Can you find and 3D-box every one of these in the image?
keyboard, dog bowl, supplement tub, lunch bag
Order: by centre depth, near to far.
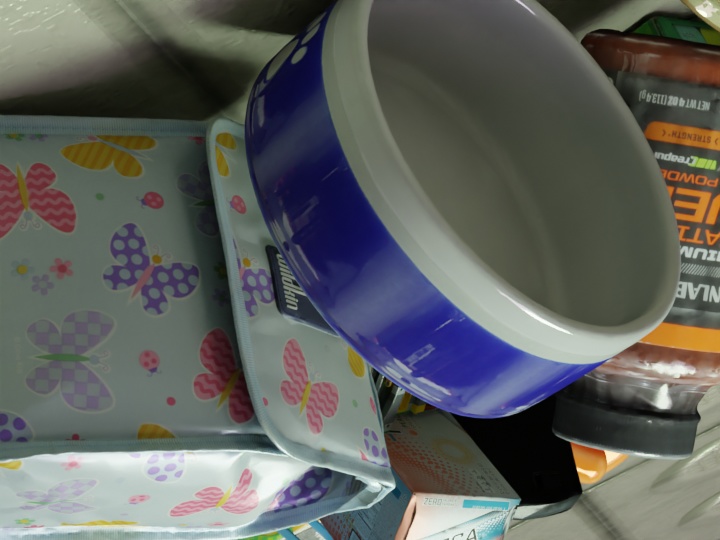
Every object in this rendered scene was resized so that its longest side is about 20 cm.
[{"bbox_3d":[-0.089,0.024,1.194,0.200,0.170,0.127,3,152,-22],"label":"lunch bag"},{"bbox_3d":[0.047,-0.038,1.207,0.079,0.200,0.200,-36,159,34],"label":"dog bowl"},{"bbox_3d":[0.144,-0.012,1.326,0.107,0.200,0.107,8,-175,-1],"label":"supplement tub"},{"bbox_3d":[0.075,0.059,1.489,0.104,0.200,0.040,1,140,-15],"label":"keyboard"}]

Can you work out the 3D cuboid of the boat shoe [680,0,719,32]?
[{"bbox_3d":[0.207,-0.152,1.324,0.200,0.073,0.063,-7,142,-54],"label":"boat shoe"}]

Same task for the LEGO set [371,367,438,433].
[{"bbox_3d":[0.000,0.000,1.373,0.200,0.154,0.116,-4,123,-45],"label":"LEGO set"}]

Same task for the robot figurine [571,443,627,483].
[{"bbox_3d":[0.113,0.051,1.618,0.116,0.144,0.200,-15,-158,3],"label":"robot figurine"}]

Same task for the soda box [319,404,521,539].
[{"bbox_3d":[0.002,0.088,1.415,0.068,0.200,0.064,7,117,-32],"label":"soda box"}]

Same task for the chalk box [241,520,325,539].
[{"bbox_3d":[-0.041,0.108,1.638,0.200,0.124,0.124,-24,163,0],"label":"chalk box"}]

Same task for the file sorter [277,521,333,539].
[{"bbox_3d":[-0.106,0.185,1.366,0.200,0.123,0.139,-47,-177,1],"label":"file sorter"}]

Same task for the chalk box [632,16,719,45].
[{"bbox_3d":[0.174,-0.055,1.462,0.200,0.124,0.125,-37,158,29],"label":"chalk box"}]
